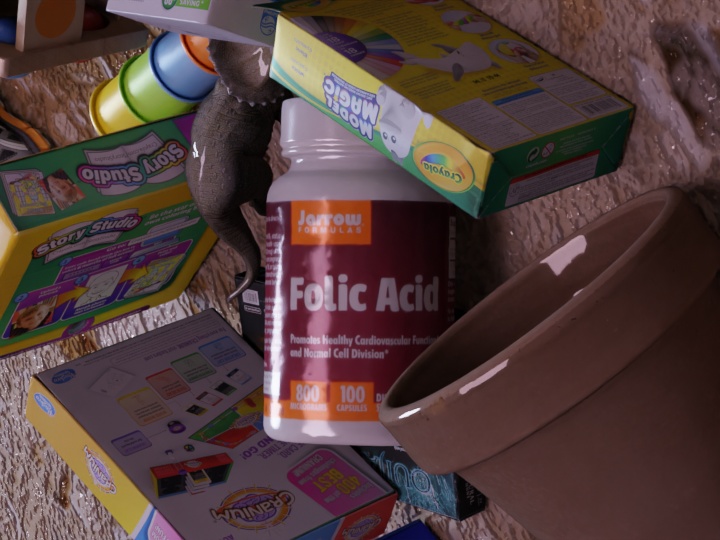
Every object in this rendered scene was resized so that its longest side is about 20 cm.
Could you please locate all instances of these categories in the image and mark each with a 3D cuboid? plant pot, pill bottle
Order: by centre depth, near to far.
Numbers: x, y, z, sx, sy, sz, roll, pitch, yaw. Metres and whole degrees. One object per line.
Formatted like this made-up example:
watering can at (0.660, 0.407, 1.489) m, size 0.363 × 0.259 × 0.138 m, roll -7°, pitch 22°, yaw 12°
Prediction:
plant pot at (0.136, 0.083, 1.114) m, size 0.175 × 0.200 × 0.200 m, roll 53°, pitch 142°, yaw -6°
pill bottle at (0.000, 0.000, 1.252) m, size 0.114 × 0.114 × 0.200 m, roll 1°, pitch 90°, yaw 50°

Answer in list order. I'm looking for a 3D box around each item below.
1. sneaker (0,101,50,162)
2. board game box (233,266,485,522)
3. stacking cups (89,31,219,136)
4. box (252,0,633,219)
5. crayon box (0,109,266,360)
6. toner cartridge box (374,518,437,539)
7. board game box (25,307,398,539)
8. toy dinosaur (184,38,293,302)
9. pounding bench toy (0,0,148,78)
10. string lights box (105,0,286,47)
sneaker at (-0.300, -0.093, 1.627) m, size 0.200 × 0.077 × 0.078 m, roll 48°, pitch 135°, yaw 24°
board game box at (-0.003, 0.077, 1.384) m, size 0.200 × 0.028 × 0.135 m, roll 13°, pitch 115°, yaw 46°
stacking cups at (-0.111, -0.144, 1.390) m, size 0.200 × 0.060 × 0.061 m, roll -37°, pitch 77°, yaw 50°
box at (0.039, -0.106, 1.183) m, size 0.200 × 0.117 × 0.048 m, roll 39°, pitch 131°, yaw 34°
crayon box at (-0.183, -0.022, 1.418) m, size 0.058 × 0.200 × 0.173 m, roll 55°, pitch 139°, yaw 18°
toner cartridge box at (0.058, 0.257, 1.337) m, size 0.200 × 0.095 × 0.043 m, roll 49°, pitch 137°, yaw 25°
board game box at (-0.098, 0.119, 1.369) m, size 0.200 × 0.153 × 0.040 m, roll 44°, pitch 136°, yaw 30°
toy dinosaur at (-0.077, -0.081, 1.322) m, size 0.077 × 0.102 × 0.200 m, roll 30°, pitch 106°, yaw 25°
pounding bench toy at (-0.243, -0.227, 1.387) m, size 0.200 × 0.124 × 0.156 m, roll 30°, pitch 123°, yaw 34°
string lights box at (-0.076, -0.239, 1.248) m, size 0.103 × 0.059 × 0.200 m, roll 14°, pitch 90°, yaw 47°
